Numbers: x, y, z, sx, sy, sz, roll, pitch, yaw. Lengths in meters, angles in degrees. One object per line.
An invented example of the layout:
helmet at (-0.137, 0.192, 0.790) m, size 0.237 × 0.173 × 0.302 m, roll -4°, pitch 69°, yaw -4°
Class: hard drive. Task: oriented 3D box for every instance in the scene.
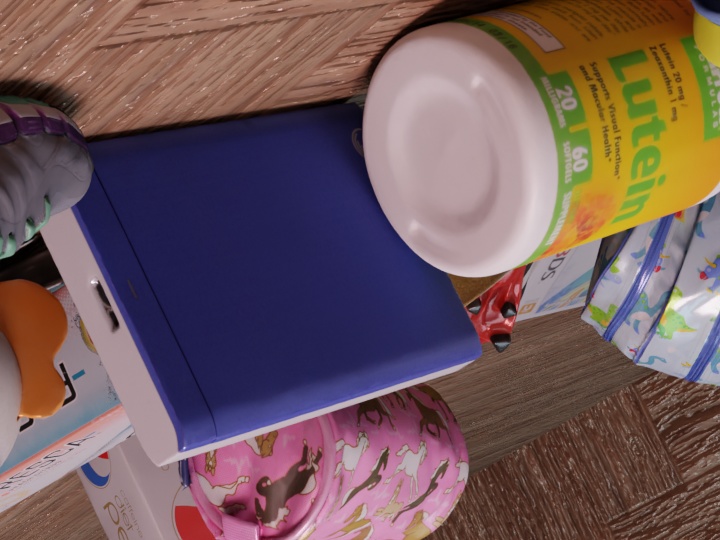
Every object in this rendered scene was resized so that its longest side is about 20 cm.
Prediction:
hard drive at (-0.040, -0.001, 0.948) m, size 0.025 × 0.132 × 0.200 m, roll -34°, pitch 167°, yaw 37°

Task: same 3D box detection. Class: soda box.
soda box at (-0.142, 0.056, 1.028) m, size 0.200 × 0.064 × 0.068 m, roll -30°, pitch 168°, yaw 29°
soda box at (-0.098, 0.106, 1.153) m, size 0.068 × 0.200 × 0.064 m, roll -20°, pitch 169°, yaw -32°

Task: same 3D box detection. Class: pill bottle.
pill bottle at (0.108, -0.073, 1.019) m, size 0.200 × 0.111 × 0.111 m, roll -18°, pitch 167°, yaw -39°

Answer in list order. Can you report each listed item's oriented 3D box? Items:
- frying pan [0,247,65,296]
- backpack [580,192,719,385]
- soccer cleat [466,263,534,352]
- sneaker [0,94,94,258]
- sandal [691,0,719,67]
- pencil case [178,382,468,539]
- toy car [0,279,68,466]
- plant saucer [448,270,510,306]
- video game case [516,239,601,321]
frying pan at (-0.139, 0.016, 1.076) m, size 0.115 × 0.031 × 0.190 m, roll -23°, pitch 172°, yaw -8°
backpack at (0.201, -0.034, 1.244) m, size 0.153 × 0.200 × 0.163 m, roll 6°, pitch 163°, yaw -8°
soccer cleat at (0.088, -0.040, 1.291) m, size 0.068 × 0.085 × 0.200 m, roll 7°, pitch 131°, yaw -23°
sneaker at (-0.146, -0.009, 0.766) m, size 0.074 × 0.088 × 0.200 m, roll -30°, pitch 169°, yaw 22°
sandal at (0.217, -0.166, 0.940) m, size 0.200 × 0.080 × 0.087 m, roll -37°, pitch 134°, yaw 3°
pencil case at (-0.012, 0.093, 1.080) m, size 0.086 × 0.083 × 0.200 m, roll -28°, pitch 167°, yaw 18°
toy car at (-0.198, 0.083, 0.939) m, size 0.200 × 0.177 × 0.184 m, roll -38°, pitch 160°, yaw -9°
plant saucer at (0.000, 0.000, 1.184) m, size 0.200 × 0.035 × 0.200 m, roll -26°, pitch -165°, yaw 8°
video game case at (0.201, -0.040, 1.487) m, size 0.200 × 0.022 × 0.182 m, roll -12°, pitch 149°, yaw -31°
